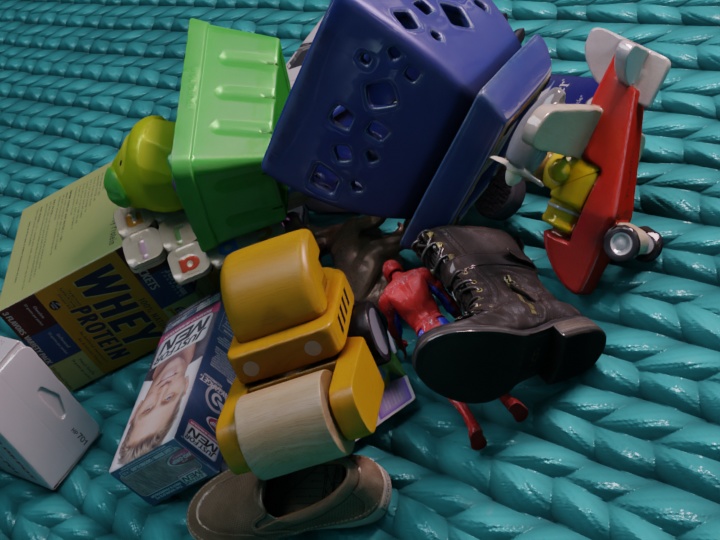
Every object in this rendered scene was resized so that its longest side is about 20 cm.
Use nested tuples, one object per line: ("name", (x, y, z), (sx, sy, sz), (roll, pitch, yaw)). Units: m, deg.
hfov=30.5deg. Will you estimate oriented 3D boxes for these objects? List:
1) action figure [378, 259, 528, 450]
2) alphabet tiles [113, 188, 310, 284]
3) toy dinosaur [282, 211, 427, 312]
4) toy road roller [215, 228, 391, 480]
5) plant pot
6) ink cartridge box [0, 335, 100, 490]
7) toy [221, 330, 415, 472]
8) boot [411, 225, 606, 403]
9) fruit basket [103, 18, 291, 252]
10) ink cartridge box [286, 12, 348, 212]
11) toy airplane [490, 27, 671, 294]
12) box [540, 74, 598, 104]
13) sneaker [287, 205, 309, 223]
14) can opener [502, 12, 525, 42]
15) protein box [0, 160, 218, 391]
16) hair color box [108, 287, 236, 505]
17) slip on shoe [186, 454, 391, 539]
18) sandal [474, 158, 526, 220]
("action figure", (0.075, 0.073, 1.146), (0.065, 0.099, 0.201), (-32, 55, -1))
("alphabet tiles", (-0.152, -0.066, 1.350), (0.198, 0.015, 0.196), (-22, 43, -5))
("toy dinosaur", (0.000, 0.000, 1.280), (0.135, 0.086, 0.200), (-38, 37, -4))
("toy road roller", (-0.060, 0.060, 1.097), (0.121, 0.147, 0.201), (-19, 24, 16))
("plant pot", (0.052, -0.151, 1.192), (0.200, 0.179, 0.201), (-47, -12, -54))
("ink cartridge box", (-0.390, 0.138, 1.399), (0.199, 0.147, 0.086), (9, 51, 47))
("toy", (-0.052, 0.127, 1.196), (0.199, 0.047, 0.116), (-32, 31, 5))
("boot", (0.090, 0.024, 1.090), (0.174, 0.198, 0.070), (50, 130, 42))
("fruit basket", (-0.169, -0.126, 1.301), (0.212, 0.156, 0.218), (-5, 54, 6))
("ink cartridge box", (-0.015, -0.185, 1.467), (0.084, 0.145, 0.201), (1, 47, 43))
("toy airplane", (0.190, -0.108, 1.132), (0.140, 0.201, 0.200), (7, 50, 31))
("box", (0.177, -0.150, 1.354), (0.121, 0.033, 0.199), (-49, 34, -19))
("sneaker", (-0.112, -0.063, 1.432), (0.072, 0.115, 0.202), (-27, 32, 15))
("can opener", (0.120, -0.214, 1.465), (0.200, 0.064, 0.078), (-44, 6, -29))
("protein box", (-0.276, -0.009, 1.491), (0.198, 0.135, 0.200), (-26, 34, 14))
("hair color box", (-0.164, 0.118, 1.282), (0.099, 0.060, 0.201), (-30, 31, 34))
("slip on shoe", (-0.071, 0.190, 1.107), (0.198, 0.060, 0.077), (-10, 64, 30))
("sandal", (0.128, -0.142, 1.321), (0.076, 0.042, 0.203), (-28, 62, 46))
